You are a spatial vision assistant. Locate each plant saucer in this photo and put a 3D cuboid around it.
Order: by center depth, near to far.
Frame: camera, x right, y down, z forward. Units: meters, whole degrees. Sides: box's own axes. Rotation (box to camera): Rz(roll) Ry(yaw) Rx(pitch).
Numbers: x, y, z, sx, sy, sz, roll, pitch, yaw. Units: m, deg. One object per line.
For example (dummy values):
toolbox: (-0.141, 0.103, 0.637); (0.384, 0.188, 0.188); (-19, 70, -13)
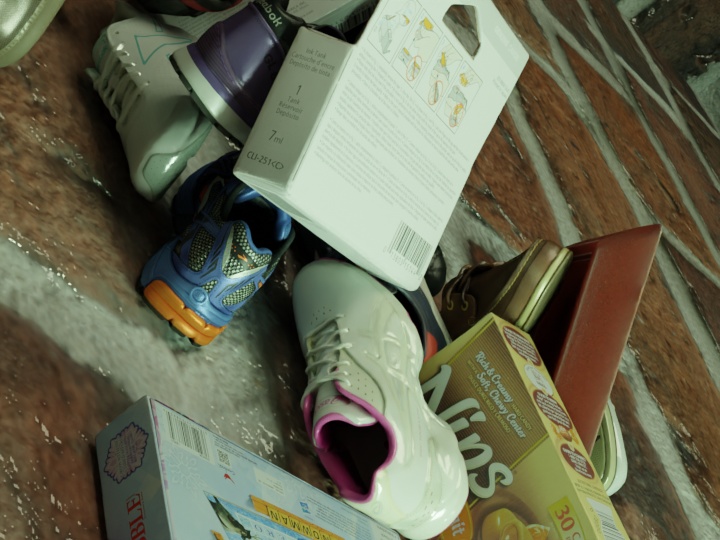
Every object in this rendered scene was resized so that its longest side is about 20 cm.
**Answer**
plant saucer: (0.142, 0.062, 1.050); (0.036, 0.201, 0.200); (19, -2, -1)

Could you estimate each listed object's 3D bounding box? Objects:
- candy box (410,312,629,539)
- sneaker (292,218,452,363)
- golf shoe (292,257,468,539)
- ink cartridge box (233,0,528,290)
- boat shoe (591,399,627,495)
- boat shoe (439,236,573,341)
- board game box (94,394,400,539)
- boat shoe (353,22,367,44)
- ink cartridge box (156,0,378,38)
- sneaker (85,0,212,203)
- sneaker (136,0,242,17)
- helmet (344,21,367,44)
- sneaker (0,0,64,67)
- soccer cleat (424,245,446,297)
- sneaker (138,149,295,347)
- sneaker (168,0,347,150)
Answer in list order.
candy box: (0.086, 0.141, 0.935); (0.055, 0.115, 0.201); (30, 30, -48)
sneaker: (0.000, 0.000, 1.042); (0.201, 0.075, 0.084); (59, 17, 17)
golf shoe: (-0.003, 0.069, 0.929); (0.091, 0.075, 0.201); (19, 37, -51)
ink cartridge box: (0.020, -0.098, 0.912); (0.045, 0.177, 0.200); (23, -6, 28)
boat shoe: (0.179, 0.108, 1.252); (0.068, 0.075, 0.201); (27, 31, -39)
boat shoe: (0.086, 0.031, 1.064); (0.067, 0.200, 0.072); (38, 60, 4)
board game box: (-0.033, 0.181, 0.716); (0.200, 0.041, 0.200); (36, 26, -39)
boat shoe: (0.027, -0.172, 1.174); (0.200, 0.072, 0.062); (37, 42, -78)
ink cartridge box: (-0.092, -0.245, 1.131); (0.201, 0.162, 0.050); (59, -5, 20)
sneaker: (-0.138, -0.109, 0.952); (0.080, 0.071, 0.201); (33, 20, -22)
sneaker: (-0.089, -0.233, 1.044); (0.201, 0.097, 0.071); (-48, 118, -43)
helmet: (-0.041, -0.273, 1.248); (0.190, 0.201, 0.200); (29, 20, 5)
sneaker: (-0.180, -0.214, 0.849); (0.070, 0.201, 0.075); (25, -5, 46)
soccer cleat: (-0.005, -0.063, 1.125); (0.200, 0.067, 0.081); (53, -18, 15)
sneaker: (-0.072, -0.026, 0.924); (0.075, 0.078, 0.200); (46, 21, -19)
sneaker: (-0.032, -0.101, 0.926); (0.076, 0.087, 0.200); (55, 7, 24)
